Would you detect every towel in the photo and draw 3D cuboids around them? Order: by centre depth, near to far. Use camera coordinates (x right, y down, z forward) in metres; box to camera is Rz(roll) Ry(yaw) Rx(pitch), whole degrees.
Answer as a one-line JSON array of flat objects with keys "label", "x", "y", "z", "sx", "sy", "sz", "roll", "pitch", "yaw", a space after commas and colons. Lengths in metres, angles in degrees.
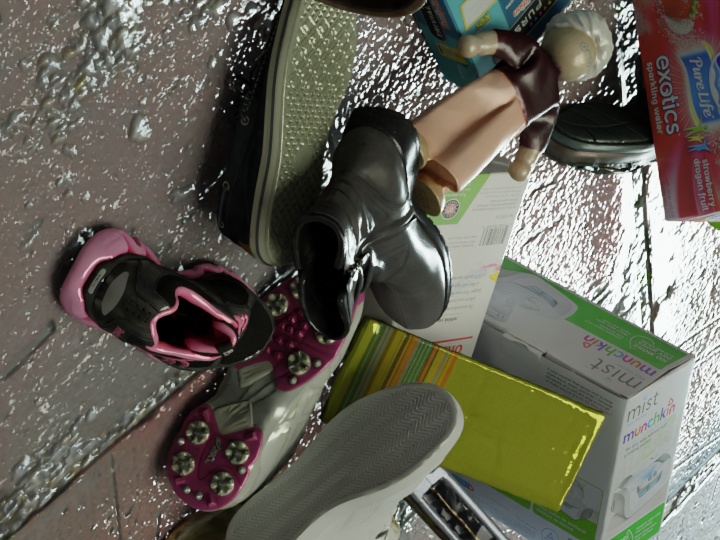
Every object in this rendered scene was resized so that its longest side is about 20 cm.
[{"label": "towel", "x": 0.074, "y": 0.105, "z": 1.615, "sx": 0.199, "sy": 0.018, "sz": 0.086, "roll": 22, "pitch": 103, "yaw": -16}]

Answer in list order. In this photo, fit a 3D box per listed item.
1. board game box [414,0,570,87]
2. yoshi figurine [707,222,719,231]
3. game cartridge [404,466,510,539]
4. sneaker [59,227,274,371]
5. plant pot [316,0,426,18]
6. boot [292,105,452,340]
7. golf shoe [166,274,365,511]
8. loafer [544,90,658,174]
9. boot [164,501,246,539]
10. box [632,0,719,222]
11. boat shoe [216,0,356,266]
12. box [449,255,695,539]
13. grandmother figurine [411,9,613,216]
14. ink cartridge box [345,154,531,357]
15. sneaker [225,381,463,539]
[{"label": "board game box", "x": 0.092, "y": -0.239, "z": 1.548, "sx": 0.151, "sy": 0.047, "sz": 0.200, "roll": -49, "pitch": 145, "yaw": -15}, {"label": "yoshi figurine", "x": 0.350, "y": -0.098, "z": 1.944, "sx": 0.200, "sy": 0.112, "sz": 0.113, "roll": -33, "pitch": 145, "yaw": -30}, {"label": "game cartridge", "x": 0.067, "y": 0.186, "z": 1.719, "sx": 0.041, "sy": 0.133, "sz": 0.200, "roll": -42, "pitch": 114, "yaw": -2}, {"label": "sneaker", "x": -0.108, "y": 0.036, "z": 1.454, "sx": 0.200, "sy": 0.095, "sz": 0.079, "roll": 19, "pitch": 98, "yaw": -58}, {"label": "plant pot", "x": 0.000, "y": -0.286, "z": 1.280, "sx": 0.199, "sy": 0.200, "sz": 0.200, "roll": -59, "pitch": 148, "yaw": -16}, {"label": "boot", "x": 0.000, "y": 0.000, "z": 1.485, "sx": 0.200, "sy": 0.070, "sz": 0.132, "roll": 71, "pitch": 35, "yaw": -43}, {"label": "golf shoe", "x": -0.061, "y": 0.084, "z": 1.585, "sx": 0.200, "sy": 0.075, "sz": 0.092, "roll": -54, "pitch": 158, "yaw": 0}, {"label": "loafer", "x": 0.212, "y": -0.100, "z": 1.796, "sx": 0.200, "sy": 0.072, "sz": 0.063, "roll": -17, "pitch": 133, "yaw": -49}, {"label": "boot", "x": -0.067, "y": 0.236, "z": 1.685, "sx": 0.175, "sy": 0.066, "sz": 0.200, "roll": -46, "pitch": 143, "yaw": -21}, {"label": "box", "x": 0.290, "y": -0.143, "z": 1.756, "sx": 0.095, "sy": 0.099, "sz": 0.201, "roll": -2, "pitch": 83, "yaw": -53}, {"label": "boat shoe", "x": -0.053, "y": -0.104, "z": 1.452, "sx": 0.074, "sy": 0.062, "sz": 0.201, "roll": 3, "pitch": 101, "yaw": -50}, {"label": "box", "x": 0.144, "y": 0.112, "z": 1.746, "sx": 0.097, "sy": 0.200, "sz": 0.177, "roll": -26, "pitch": 133, "yaw": -41}, {"label": "grandmother figurine", "x": 0.105, "y": -0.117, "z": 1.560, "sx": 0.200, "sy": 0.060, "sz": 0.122, "roll": -40, "pitch": 136, "yaw": -26}, {"label": "ink cartridge box", "x": 0.042, "y": 0.008, "z": 1.651, "sx": 0.117, "sy": 0.067, "sz": 0.201, "roll": -5, "pitch": 118, "yaw": -50}, {"label": "sneaker", "x": 0.009, "y": 0.157, "z": 1.598, "sx": 0.200, "sy": 0.074, "sz": 0.116, "roll": -36, "pitch": 148, "yaw": 16}]
